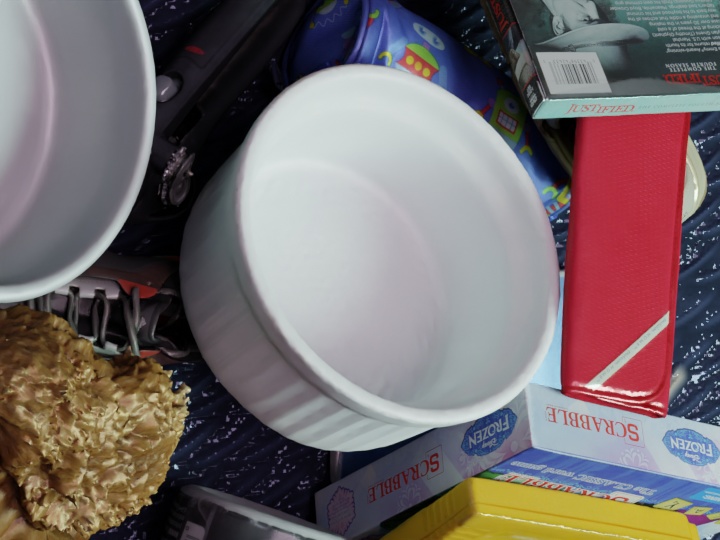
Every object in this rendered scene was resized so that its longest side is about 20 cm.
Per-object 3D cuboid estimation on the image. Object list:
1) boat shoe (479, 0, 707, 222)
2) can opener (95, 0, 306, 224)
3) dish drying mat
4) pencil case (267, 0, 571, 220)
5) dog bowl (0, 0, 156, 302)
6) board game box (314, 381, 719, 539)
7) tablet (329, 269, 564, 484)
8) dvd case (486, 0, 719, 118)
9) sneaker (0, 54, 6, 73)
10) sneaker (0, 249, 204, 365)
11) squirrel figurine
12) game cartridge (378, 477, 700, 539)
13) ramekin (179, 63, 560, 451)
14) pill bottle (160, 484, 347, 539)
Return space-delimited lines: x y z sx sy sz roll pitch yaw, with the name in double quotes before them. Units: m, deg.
"boat shoe" 0.128 -0.103 1.230 0.200 0.074 0.069 53 32 -7
"can opener" -0.090 -0.102 1.173 0.200 0.078 0.063 -53 160 -24
"dish drying mat" 0.147 -0.024 1.182 0.077 0.018 0.201 14 75 -28
"pencil case" 0.046 -0.092 1.257 0.200 0.078 0.087 29 56 -30
"dog bowl" -0.195 -0.085 1.040 0.200 0.079 0.201 -3 94 -50
"board game box" 0.110 0.133 1.256 0.199 0.199 0.041 14 60 -33
"tablet" 0.069 0.066 1.330 0.199 0.014 0.131 -2 97 -30
"dvd case" 0.127 -0.175 1.203 0.145 0.022 0.201 -5 61 -28
"sneaker" -0.261 -0.080 1.073 0.199 0.077 0.076 -18 104 -31
"sneaker" -0.143 0.017 1.154 0.199 0.082 0.077 -1 96 -32
"squirrel figurine" -0.181 0.112 1.085 0.199 0.142 0.187 -23 123 15
"game cartridge" 0.077 0.184 1.253 0.176 0.200 0.033 12 55 -31
"ramekin" 0.000 0.000 1.154 0.200 0.098 0.201 14 63 -28
"pill bottle" -0.084 0.230 1.203 0.106 0.106 0.201 21 86 -31
